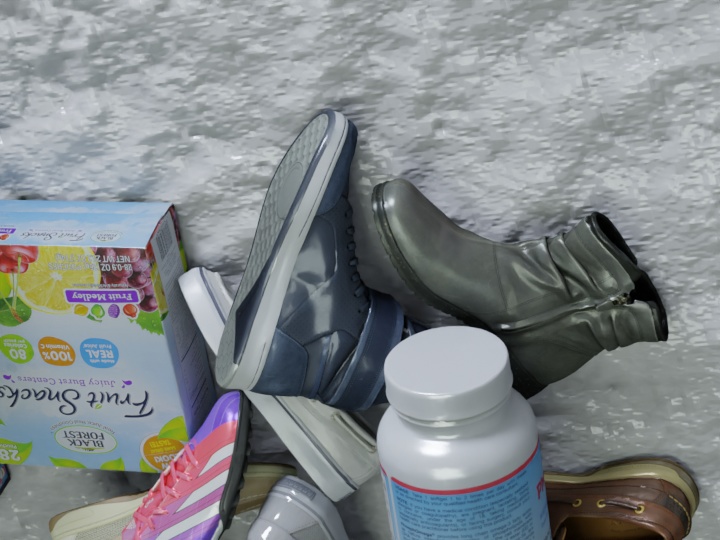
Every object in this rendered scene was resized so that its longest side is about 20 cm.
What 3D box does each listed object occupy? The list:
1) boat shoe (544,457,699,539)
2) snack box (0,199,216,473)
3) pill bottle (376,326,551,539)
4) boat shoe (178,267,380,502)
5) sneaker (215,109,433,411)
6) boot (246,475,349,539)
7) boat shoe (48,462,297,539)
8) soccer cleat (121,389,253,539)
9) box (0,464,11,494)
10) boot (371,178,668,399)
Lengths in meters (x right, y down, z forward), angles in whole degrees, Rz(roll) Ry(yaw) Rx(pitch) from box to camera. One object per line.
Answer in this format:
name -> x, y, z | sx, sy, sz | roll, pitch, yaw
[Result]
boat shoe -> 0.142, 0.187, 1.568 | 0.199, 0.068, 0.072 | -15, 117, 28
snack box -> -0.202, 0.049, 1.596 | 0.168, 0.068, 0.201 | 1, 125, 18
pill bottle -> 0.069, 0.143, 1.471 | 0.108, 0.109, 0.201 | 2, 122, 18
boat shoe -> -0.050, 0.071, 1.560 | 0.066, 0.072, 0.200 | -36, 97, 4
sneaker -> -0.001, 0.000, 1.491 | 0.145, 0.077, 0.203 | 15, 107, -16
boot -> -0.044, 0.241, 1.620 | 0.073, 0.096, 0.200 | 18, 151, 34
boat shoe -> -0.136, 0.192, 1.642 | 0.199, 0.072, 0.065 | -17, 73, 12
soccer cleat -> -0.130, 0.175, 1.571 | 0.073, 0.068, 0.201 | 18, 101, -6
box -> -0.361, 0.091, 1.698 | 0.136, 0.038, 0.201 | 1, 123, 19
boot -> 0.109, -0.010, 1.456 | 0.130, 0.068, 0.200 | -29, 117, 28
